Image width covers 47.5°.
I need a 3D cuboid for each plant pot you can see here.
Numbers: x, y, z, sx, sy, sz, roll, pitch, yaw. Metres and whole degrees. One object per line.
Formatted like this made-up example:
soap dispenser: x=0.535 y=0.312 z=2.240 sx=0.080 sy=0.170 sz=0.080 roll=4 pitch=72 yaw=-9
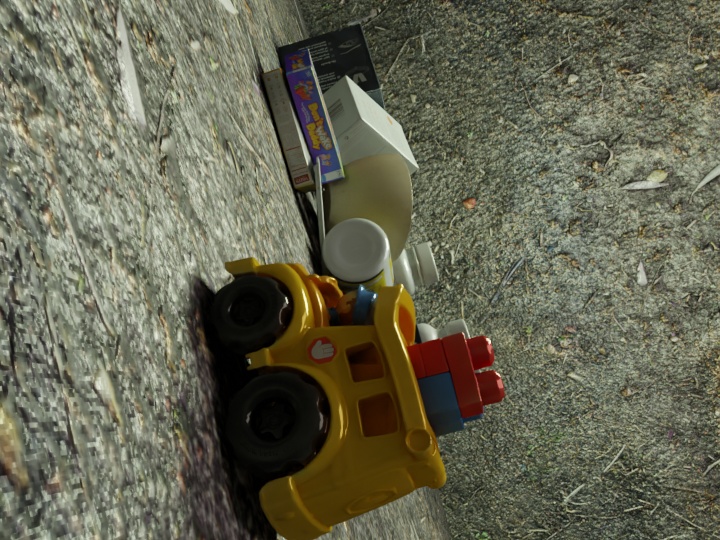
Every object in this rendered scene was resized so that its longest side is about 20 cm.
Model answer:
plant pot: x=-0.004 y=-0.117 z=1.496 sx=0.200 sy=0.134 sz=0.201 roll=-178 pitch=-90 yaw=-70

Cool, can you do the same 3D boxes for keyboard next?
keyboard: x=-0.066 y=-0.090 z=1.393 sx=0.056 sy=0.011 sz=0.201 roll=-85 pitch=172 yaw=-71

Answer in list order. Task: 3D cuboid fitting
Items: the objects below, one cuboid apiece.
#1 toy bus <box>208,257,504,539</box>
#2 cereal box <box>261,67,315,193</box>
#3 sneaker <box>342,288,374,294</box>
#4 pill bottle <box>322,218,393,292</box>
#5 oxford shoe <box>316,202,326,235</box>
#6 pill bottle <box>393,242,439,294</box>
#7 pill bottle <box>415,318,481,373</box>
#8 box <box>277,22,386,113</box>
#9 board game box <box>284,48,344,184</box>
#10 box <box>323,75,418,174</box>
toy bus: x=0.001 y=0.074 z=0.604 sx=0.136 sy=0.191 sz=0.201 roll=64 pitch=8 yaw=-59
cereal box: x=-0.116 y=-0.236 z=1.414 sx=0.144 sy=0.039 sz=0.201 roll=-46 pitch=120 yaw=-86
sneaker: x=0.011 y=0.106 z=1.358 sx=0.071 sy=0.098 sz=0.201 roll=-105 pitch=178 yaw=-52
pill bottle: x=0.000 y=0.000 z=1.402 sx=0.200 sy=0.112 sz=0.112 roll=78 pitch=-2 yaw=-67
oxford shoe: x=-0.037 y=-0.075 z=1.627 sx=0.200 sy=0.073 sz=0.071 roll=69 pitch=6 yaw=-47
pill bottle: x=0.062 y=0.009 z=1.764 sx=0.114 sy=0.199 sz=0.115 roll=-17 pitch=90 yaw=-87
pill bottle: x=0.058 y=0.138 z=1.105 sx=0.116 sy=0.199 sz=0.116 roll=-16 pitch=90 yaw=-87
box: x=-0.062 y=-0.416 z=1.821 sx=0.118 sy=0.196 sz=0.201 roll=69 pitch=6 yaw=-62
board game box: x=-0.080 y=-0.269 z=1.425 sx=0.135 sy=0.045 sz=0.201 roll=-102 pitch=175 yaw=-61
box: x=0.007 y=-0.279 z=1.713 sx=0.200 sy=0.106 sz=0.153 roll=35 pitch=27 yaw=-41
